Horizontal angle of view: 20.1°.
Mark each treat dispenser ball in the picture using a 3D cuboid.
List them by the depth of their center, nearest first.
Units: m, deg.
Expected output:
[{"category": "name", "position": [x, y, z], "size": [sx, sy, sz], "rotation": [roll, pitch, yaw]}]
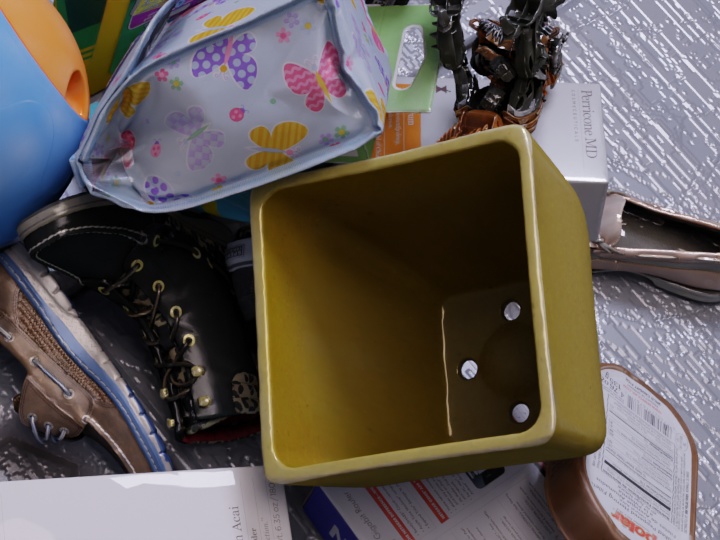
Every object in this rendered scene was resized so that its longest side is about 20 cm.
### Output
[{"category": "treat dispenser ball", "position": [-0.278, -0.109, 1.345], "size": [0.199, 0.201, 0.202], "rotation": [7, 60, -13]}]

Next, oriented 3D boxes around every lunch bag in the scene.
[{"category": "lunch bag", "position": [-0.089, -0.121, 1.321], "size": [0.199, 0.170, 0.128], "rotation": [-21, 105, 11]}]

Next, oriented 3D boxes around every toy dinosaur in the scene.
[{"category": "toy dinosaur", "position": [0.101, -0.133, 1.404], "size": [0.101, 0.137, 0.200], "rotation": [-4, 32, 5]}]

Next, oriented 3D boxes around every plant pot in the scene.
[{"category": "plant pot", "position": [0.063, 0.043, 1.311], "size": [0.194, 0.200, 0.196], "rotation": [-11, 72, 24]}]

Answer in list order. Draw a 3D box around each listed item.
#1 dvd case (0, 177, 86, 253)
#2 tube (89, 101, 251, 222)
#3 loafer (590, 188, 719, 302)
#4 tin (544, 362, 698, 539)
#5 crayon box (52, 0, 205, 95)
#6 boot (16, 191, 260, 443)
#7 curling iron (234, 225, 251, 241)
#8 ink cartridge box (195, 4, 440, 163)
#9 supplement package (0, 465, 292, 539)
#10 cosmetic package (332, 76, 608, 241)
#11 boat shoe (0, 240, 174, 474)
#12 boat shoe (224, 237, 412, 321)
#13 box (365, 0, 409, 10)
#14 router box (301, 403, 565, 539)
[{"category": "dvd case", "position": [-0.292, -0.092, 1.460], "size": [0.142, 0.018, 0.201], "rotation": [-21, 70, -26]}, {"category": "tube", "position": [-0.118, -0.066, 1.428], "size": [0.199, 0.051, 0.077], "rotation": [23, 21, 31]}, {"category": "loafer", "position": [0.205, -0.032, 1.550], "size": [0.199, 0.063, 0.072], "rotation": [15, 59, -9]}, {"category": "tin", "position": [0.184, 0.140, 1.415], "size": [0.112, 0.042, 0.200], "rotation": [33, 31, -10]}, {"category": "crayon box", "position": [-0.129, -0.229, 1.493], "size": [0.199, 0.173, 0.058], "rotation": [-31, 76, -29]}, {"category": "boot", "position": [-0.136, 0.033, 1.365], "size": [0.203, 0.073, 0.155], "rotation": [14, 53, -56]}, {"category": "curling iron", "position": [-0.108, -0.075, 1.501], "size": [0.049, 0.026, 0.201], "rotation": [-26, 72, -30]}, {"category": "ink cartridge box", "position": [-0.033, -0.135, 1.463], "size": [0.199, 0.059, 0.104], "rotation": [1, 53, 16]}, {"category": "supplement package", "position": [-0.149, 0.204, 1.282], "size": [0.199, 0.120, 0.122], "rotation": [-2, 64, -17]}, {"category": "cosmetic package", "position": [0.079, -0.083, 1.505], "size": [0.198, 0.071, 0.102], "rotation": [2, 52, -2]}, {"category": "boat shoe", "position": [-0.199, 0.080, 1.371], "size": [0.072, 0.072, 0.200], "rotation": [-35, 82, -9]}, {"category": "boat shoe", "position": [0.000, 0.000, 1.436], "size": [0.199, 0.069, 0.057], "rotation": [-5, 82, -22]}, {"category": "box", "position": [0.013, -0.244, 1.528], "size": [0.049, 0.200, 0.159], "rotation": [16, 59, -10]}, {"category": "router box", "position": [0.088, 0.188, 1.403], "size": [0.179, 0.049, 0.200], "rotation": [-29, 74, -28]}]
